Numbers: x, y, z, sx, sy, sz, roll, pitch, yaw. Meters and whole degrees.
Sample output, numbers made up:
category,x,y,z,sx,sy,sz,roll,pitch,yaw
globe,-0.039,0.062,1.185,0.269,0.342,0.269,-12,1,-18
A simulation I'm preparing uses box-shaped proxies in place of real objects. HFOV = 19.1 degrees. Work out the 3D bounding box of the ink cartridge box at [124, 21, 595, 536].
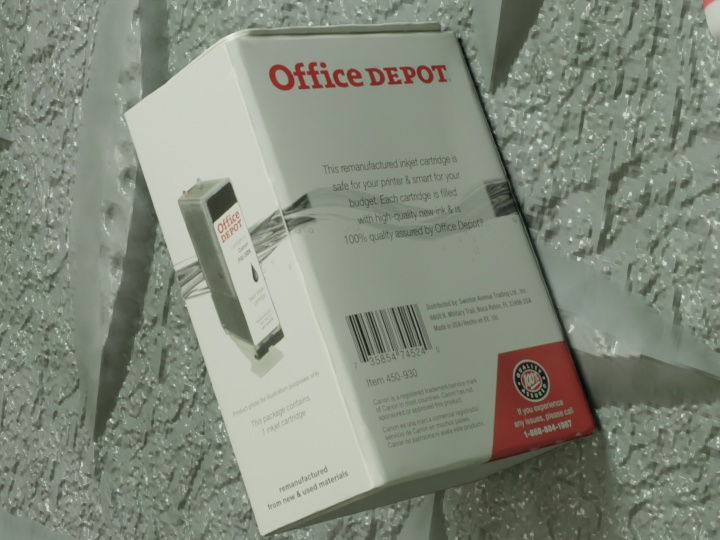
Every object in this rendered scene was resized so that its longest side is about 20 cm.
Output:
category,x,y,z,sx,sy,sz,roll,pitch,yaw
ink cartridge box,0.000,0.000,0.940,0.083,0.147,0.200,-28,76,43

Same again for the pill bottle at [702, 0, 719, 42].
category,x,y,z,sx,sy,sz,roll,pitch,yaw
pill bottle,0.164,-0.190,0.789,0.109,0.109,0.200,-13,87,43
